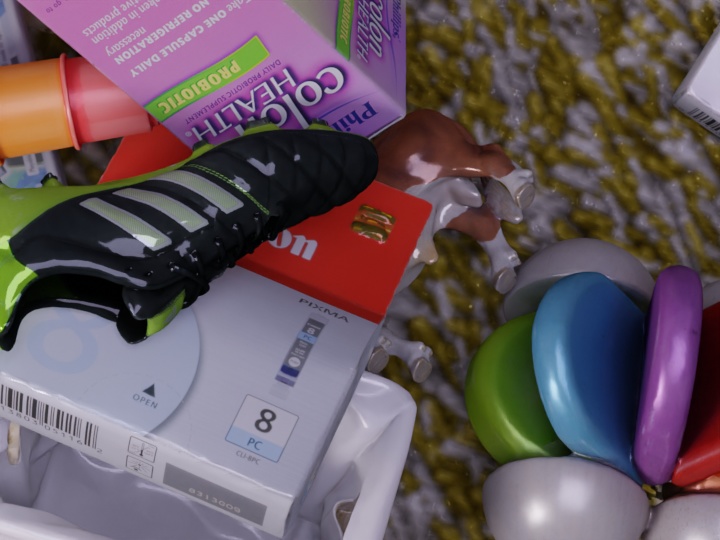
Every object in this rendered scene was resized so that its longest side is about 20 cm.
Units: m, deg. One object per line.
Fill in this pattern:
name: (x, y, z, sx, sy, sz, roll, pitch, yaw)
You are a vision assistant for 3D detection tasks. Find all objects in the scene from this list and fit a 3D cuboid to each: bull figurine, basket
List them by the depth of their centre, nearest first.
basket: (-0.088, 0.111, 1.115, 0.199, 0.124, 0.136, 16, 57, 2)
bull figurine: (0.000, 0.000, 1.174, 0.121, 0.065, 0.200, 30, 73, 35)

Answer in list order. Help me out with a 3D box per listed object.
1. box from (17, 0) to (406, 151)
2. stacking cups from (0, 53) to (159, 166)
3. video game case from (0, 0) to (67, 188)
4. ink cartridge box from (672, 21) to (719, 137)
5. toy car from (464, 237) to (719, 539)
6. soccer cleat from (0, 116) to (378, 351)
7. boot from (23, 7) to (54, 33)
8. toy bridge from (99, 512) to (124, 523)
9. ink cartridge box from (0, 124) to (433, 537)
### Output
box: (-0.075, -0.166, 1.095, 0.097, 0.176, 0.200, -30, 128, 28)
stacking cups: (-0.196, -0.067, 1.107, 0.199, 0.061, 0.061, -7, 87, 0)
video game case: (-0.250, -0.091, 1.140, 0.182, 0.022, 0.201, -11, 111, 2)
ink cartridge box: (0.285, -0.130, 1.241, 0.162, 0.057, 0.200, 33, 88, -3)
toy car: (0.155, 0.061, 1.142, 0.199, 0.150, 0.176, 13, 60, -5)
soccer cleat: (-0.081, -0.013, 1.038, 0.199, 0.068, 0.081, -14, 65, -15)
boot: (-0.169, -0.127, 1.179, 0.155, 0.073, 0.200, -30, 98, -3)
toy bridge: (-0.219, 0.156, 1.174, 0.199, 0.027, 0.068, 0, 87, -7)
ink cartridge box: (-0.068, 0.006, 1.082, 0.160, 0.047, 0.200, 22, 59, 5)
